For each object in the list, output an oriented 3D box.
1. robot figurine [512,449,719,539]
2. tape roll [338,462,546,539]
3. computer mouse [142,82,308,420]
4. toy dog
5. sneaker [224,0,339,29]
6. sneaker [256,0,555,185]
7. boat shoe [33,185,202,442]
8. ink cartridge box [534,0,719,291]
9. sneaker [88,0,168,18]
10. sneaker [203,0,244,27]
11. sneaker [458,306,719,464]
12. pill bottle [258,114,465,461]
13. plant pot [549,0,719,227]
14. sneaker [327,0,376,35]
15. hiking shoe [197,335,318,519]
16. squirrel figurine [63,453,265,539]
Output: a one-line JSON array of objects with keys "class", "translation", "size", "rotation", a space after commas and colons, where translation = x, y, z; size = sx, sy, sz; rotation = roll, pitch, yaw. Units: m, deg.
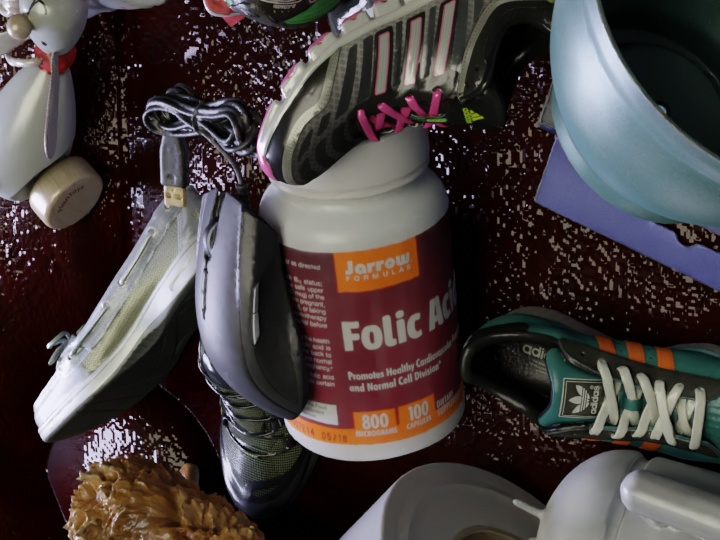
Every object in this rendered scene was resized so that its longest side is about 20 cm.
[{"class": "robot figurine", "translation": [0.184, 0.168, 1.318], "size": [0.198, 0.113, 0.170], "rotation": [14, 146, 18]}, {"class": "tape roll", "translation": [0.072, 0.211, 1.354], "size": [0.203, 0.202, 0.071], "rotation": [51, 121, 12]}, {"class": "computer mouse", "translation": [-0.090, -0.011, 1.367], "size": [0.140, 0.046, 0.202], "rotation": [28, 132, 56]}, {"class": "toy dog", "translation": [-0.227, -0.104, 1.500], "size": [0.131, 0.096, 0.201], "rotation": [29, 140, 36]}, {"class": "sneaker", "translation": [-0.024, -0.225, 1.318], "size": [0.077, 0.201, 0.085], "rotation": [21, 156, 7]}, {"class": "sneaker", "translation": [0.036, -0.102, 1.258], "size": [0.199, 0.074, 0.088], "rotation": [-37, 69, -3]}, {"class": "boat shoe", "translation": [-0.153, 0.033, 1.534], "size": [0.065, 0.074, 0.202], "rotation": [49, 117, 20]}, {"class": "ink cartridge box", "translation": [0.201, -0.087, 1.303], "size": [0.197, 0.047, 0.201], "rotation": [26, 111, 23]}, {"class": "sneaker", "translation": [-0.146, -0.260, 1.469], "size": [0.099, 0.078, 0.202], "rotation": [4, 112, 24]}, {"class": "sneaker", "translation": [-0.105, -0.219, 1.406], "size": [0.199, 0.071, 0.113], "rotation": [23, 100, 1]}, {"class": "sneaker", "translation": [0.148, 0.074, 1.347], "size": [0.199, 0.080, 0.072], "rotation": [14, 108, 28]}, {"class": "pill bottle", "translation": [0.000, 0.000, 1.379], "size": [0.113, 0.114, 0.201], "rotation": [10, 120, 30]}, {"class": "plant pot", "translation": [0.177, -0.104, 1.193], "size": [0.201, 0.200, 0.134], "rotation": [57, 148, 8]}, {"class": "sneaker", "translation": [0.049, -0.174, 1.359], "size": [0.199, 0.066, 0.091], "rotation": [-31, 84, 38]}, {"class": "hiking shoe", "translation": [-0.072, 0.066, 1.470], "size": [0.075, 0.100, 0.202], "rotation": [13, 107, 29]}, {"class": "squirrel figurine", "translation": [-0.112, 0.187, 1.489], "size": [0.201, 0.141, 0.187], "rotation": [81, 163, -44]}]
